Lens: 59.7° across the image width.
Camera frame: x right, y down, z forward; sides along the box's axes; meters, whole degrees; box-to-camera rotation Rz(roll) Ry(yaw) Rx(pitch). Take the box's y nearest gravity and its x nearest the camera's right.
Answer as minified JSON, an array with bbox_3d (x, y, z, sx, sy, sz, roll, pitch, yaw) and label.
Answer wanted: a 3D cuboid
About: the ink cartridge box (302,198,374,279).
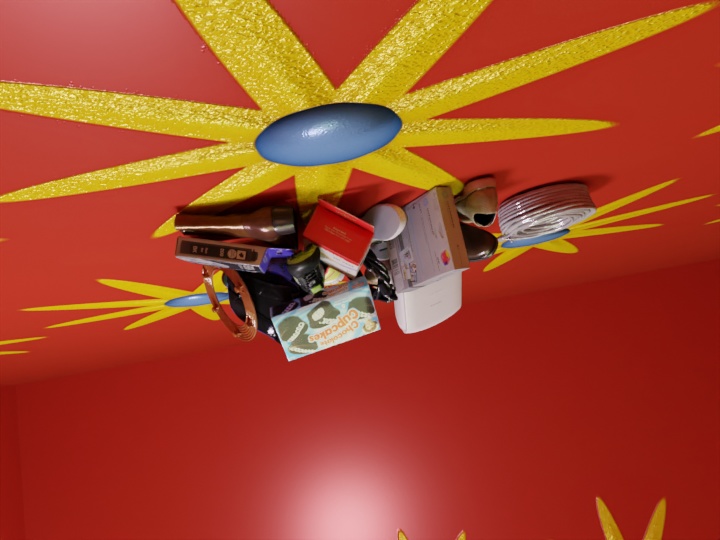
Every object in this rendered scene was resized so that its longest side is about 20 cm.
[{"bbox_3d":[-0.042,-0.054,1.153,0.115,0.068,0.200,27,169,2],"label":"ink cartridge box"}]

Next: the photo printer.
[{"bbox_3d":[0.153,0.049,1.433,0.165,0.070,0.201,-22,133,-17],"label":"photo printer"}]

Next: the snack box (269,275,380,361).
[{"bbox_3d":[-0.067,0.096,1.241,0.198,0.117,0.037,-19,-146,-4],"label":"snack box"}]

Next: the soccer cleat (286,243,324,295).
[{"bbox_3d":[-0.093,0.001,1.135,0.067,0.082,0.200,-30,180,-7],"label":"soccer cleat"}]

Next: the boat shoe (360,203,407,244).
[{"bbox_3d":[0.046,-0.085,1.223,0.066,0.071,0.200,-13,173,-29],"label":"boat shoe"}]

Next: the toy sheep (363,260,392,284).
[{"bbox_3d":[0.102,-0.016,1.491,0.198,0.139,0.138,-21,171,-9],"label":"toy sheep"}]

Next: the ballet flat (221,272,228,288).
[{"bbox_3d":[-0.223,-0.002,1.459,0.198,0.071,0.065,-6,-164,-9],"label":"ballet flat"}]

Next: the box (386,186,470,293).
[{"bbox_3d":[0.119,-0.054,1.206,0.041,0.158,0.200,-7,169,-29],"label":"box"}]

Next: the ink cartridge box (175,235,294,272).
[{"bbox_3d":[-0.222,-0.024,1.151,0.198,0.044,0.198,6,176,-6],"label":"ink cartridge box"}]

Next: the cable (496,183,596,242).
[{"bbox_3d":[0.392,-0.125,1.330,0.198,0.070,0.200,-10,169,-2],"label":"cable"}]

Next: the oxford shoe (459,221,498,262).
[{"bbox_3d":[0.181,-0.069,1.243,0.199,0.073,0.084,20,171,44],"label":"oxford shoe"}]

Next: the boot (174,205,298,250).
[{"bbox_3d":[-0.209,-0.065,1.094,0.198,0.069,0.188,-5,178,-3],"label":"boot"}]

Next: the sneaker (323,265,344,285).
[{"bbox_3d":[-0.142,0.007,1.540,0.198,0.079,0.090,-17,161,8],"label":"sneaker"}]

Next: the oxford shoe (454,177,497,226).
[{"bbox_3d":[0.220,-0.114,1.204,0.070,0.075,0.200,-11,170,1],"label":"oxford shoe"}]

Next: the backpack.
[{"bbox_3d":[-0.178,0.047,1.344,0.199,0.185,0.147,21,-148,24],"label":"backpack"}]

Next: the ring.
[{"bbox_3d":[-0.284,0.061,1.331,0.019,0.202,0.200,-28,-178,-35],"label":"ring"}]

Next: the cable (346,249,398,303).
[{"bbox_3d":[0.000,0.000,1.389,0.051,0.164,0.200,-41,-156,-14],"label":"cable"}]

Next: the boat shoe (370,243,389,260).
[{"bbox_3d":[0.112,-0.075,1.378,0.198,0.074,0.067,-10,-162,-8],"label":"boat shoe"}]

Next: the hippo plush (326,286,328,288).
[{"bbox_3d":[-0.128,0.122,2.071,0.201,0.159,0.161,-59,172,18],"label":"hippo plush"}]
